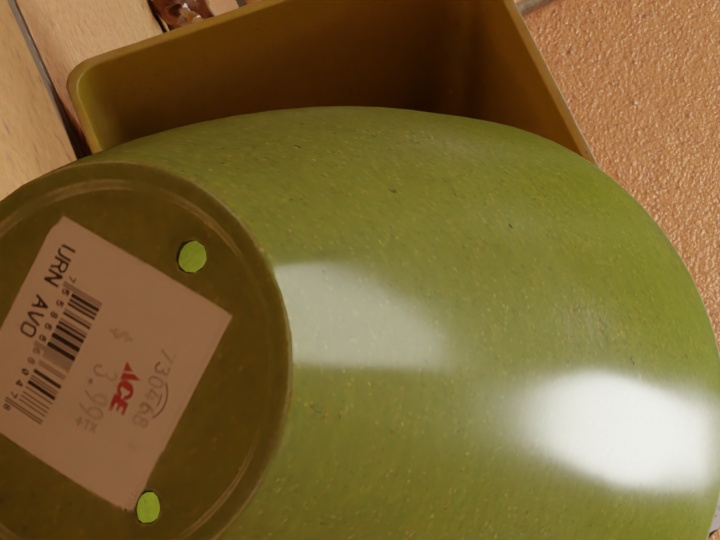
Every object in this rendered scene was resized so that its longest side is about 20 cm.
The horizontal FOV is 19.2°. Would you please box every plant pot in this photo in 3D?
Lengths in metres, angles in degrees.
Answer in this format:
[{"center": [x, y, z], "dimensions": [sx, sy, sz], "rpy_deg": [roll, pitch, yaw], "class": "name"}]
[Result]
[{"center": [0.000, 0.000, 0.984], "dimensions": [0.176, 0.200, 0.200], "rpy_deg": [83, -15, -61], "class": "plant pot"}, {"center": [-0.021, 0.035, 0.545], "dimensions": [0.187, 0.187, 0.200], "rpy_deg": [66, 18, 16], "class": "plant pot"}]

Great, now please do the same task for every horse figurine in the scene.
[{"center": [-0.110, -0.172, 1.631], "dimensions": [0.133, 0.050, 0.200], "rpy_deg": [42, -8, 49], "class": "horse figurine"}]

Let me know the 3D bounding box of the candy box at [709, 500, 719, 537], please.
[{"center": [0.084, 0.101, 1.076], "dimensions": [0.072, 0.200, 0.168], "rpy_deg": [30, 18, -47], "class": "candy box"}]
